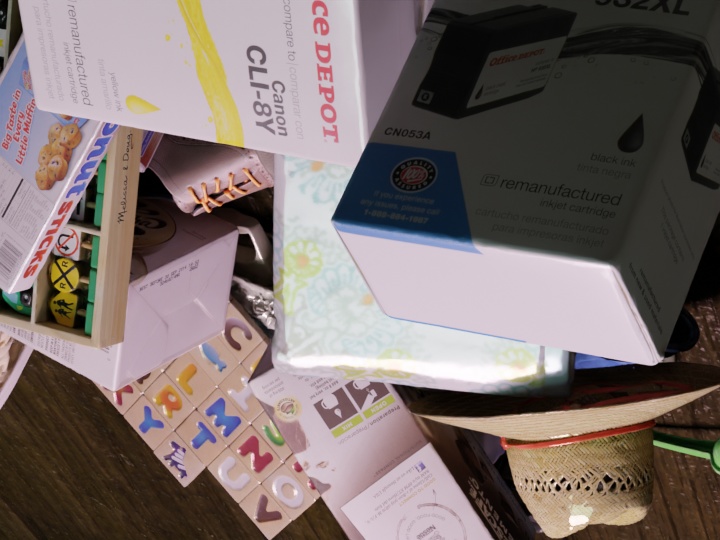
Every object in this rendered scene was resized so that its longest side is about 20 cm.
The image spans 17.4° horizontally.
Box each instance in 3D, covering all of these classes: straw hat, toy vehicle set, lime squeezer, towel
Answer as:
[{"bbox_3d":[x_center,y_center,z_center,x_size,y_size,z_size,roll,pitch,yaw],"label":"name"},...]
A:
[{"bbox_3d":[0.127,0.109,1.355,0.199,0.086,0.201,-8,-177,0],"label":"straw hat"},{"bbox_3d":[-0.187,-0.065,1.382,0.124,0.202,0.026,12,-167,29],"label":"toy vehicle set"},{"bbox_3d":[0.239,0.107,1.516,0.070,0.038,0.200,29,156,-11],"label":"lime squeezer"},{"bbox_3d":[0.038,-0.030,1.269,0.170,0.048,0.201,6,114,11],"label":"towel"}]

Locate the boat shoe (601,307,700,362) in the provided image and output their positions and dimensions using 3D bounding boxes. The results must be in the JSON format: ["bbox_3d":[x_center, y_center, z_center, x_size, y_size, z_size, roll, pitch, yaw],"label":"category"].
[{"bbox_3d":[0.124,-0.006,1.359,0.199,0.085,0.068,23,165,-40],"label":"boat shoe"}]

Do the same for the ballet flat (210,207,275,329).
[{"bbox_3d":[-0.058,-0.001,1.532,0.199,0.072,0.072,15,155,22],"label":"ballet flat"}]

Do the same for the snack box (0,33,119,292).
[{"bbox_3d":[-0.174,-0.087,1.330,0.072,0.024,0.201,41,116,18],"label":"snack box"}]

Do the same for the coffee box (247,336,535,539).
[{"bbox_3d":[0.022,0.118,1.452,0.201,0.080,0.113,57,-168,-7],"label":"coffee box"}]

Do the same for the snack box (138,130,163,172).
[{"bbox_3d":[-0.201,-0.104,1.441,0.199,0.072,0.024,8,152,31],"label":"snack box"}]

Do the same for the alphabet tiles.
[{"bbox_3d":[-0.102,0.084,1.576,0.200,0.008,0.167,49,136,3],"label":"alphabet tiles"}]

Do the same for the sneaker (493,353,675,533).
[{"bbox_3d":[0.138,0.108,1.519,0.076,0.112,0.200,26,155,-5],"label":"sneaker"}]

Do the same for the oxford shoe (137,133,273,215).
[{"bbox_3d":[-0.074,-0.062,1.407,0.199,0.073,0.071,3,150,33],"label":"oxford shoe"}]

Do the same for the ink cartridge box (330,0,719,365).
[{"bbox_3d":[0.096,-0.071,1.087,0.144,0.201,0.084,9,150,30],"label":"ink cartridge box"}]

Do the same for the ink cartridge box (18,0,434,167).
[{"bbox_3d":[-0.068,-0.144,1.167,0.199,0.083,0.146,11,125,24],"label":"ink cartridge box"}]

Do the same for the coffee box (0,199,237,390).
[{"bbox_3d":[-0.192,-0.015,1.489,0.199,0.113,0.080,26,121,26],"label":"coffee box"}]

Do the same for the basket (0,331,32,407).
[{"bbox_3d":[-0.314,-0.012,1.645,0.199,0.136,0.124,23,143,1],"label":"basket"}]

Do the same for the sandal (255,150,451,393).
[{"bbox_3d":[0.000,0.000,1.348,0.081,0.055,0.201,-1,128,41],"label":"sandal"}]

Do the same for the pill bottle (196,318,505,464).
[{"bbox_3d":[-0.002,0.081,1.588,0.199,0.114,0.114,14,154,20],"label":"pill bottle"}]
